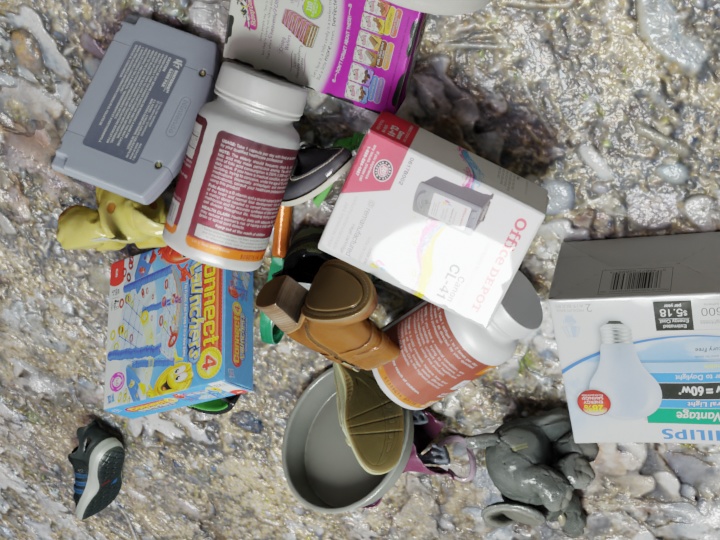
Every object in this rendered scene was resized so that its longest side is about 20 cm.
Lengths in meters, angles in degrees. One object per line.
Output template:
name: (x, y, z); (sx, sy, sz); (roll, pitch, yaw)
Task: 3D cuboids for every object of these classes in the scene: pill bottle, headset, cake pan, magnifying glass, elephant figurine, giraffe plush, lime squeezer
pill bottle: (-0.130, -0.111, 1.156); (0.114, 0.114, 0.201); (21, 102, 6)
headset: (-0.215, 0.135, 1.454); (0.123, 0.094, 0.200); (28, 137, 0)
cake pan: (-0.013, 0.214, 1.384); (0.199, 0.201, 0.037); (-18, 146, 31)
pill bottle: (0.112, 0.076, 1.274); (0.112, 0.112, 0.200); (45, 128, -13)
magnifying glass: (-0.099, -0.001, 1.335); (0.022, 0.080, 0.201); (10, 116, 12)
elephant figurine: (0.214, 0.274, 1.374); (0.155, 0.141, 0.200); (46, 150, 23)
giraffe plush: (-0.276, -0.111, 1.272); (0.171, 0.200, 0.163); (-4, 88, 0)
lime squeezer: (0.011, -0.124, 1.221); (0.199, 0.038, 0.071); (-18, 115, 30)

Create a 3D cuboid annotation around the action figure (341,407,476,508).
action figure: (0.035, 0.251, 1.453); (0.148, 0.135, 0.200); (19, 134, -29)

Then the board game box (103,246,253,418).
board game box: (-0.226, 0.066, 1.349); (0.195, 0.201, 0.056); (-16, 154, 29)

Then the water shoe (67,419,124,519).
water shoe: (-0.413, 0.306, 1.682); (0.079, 0.071, 0.201); (46, 134, 22)

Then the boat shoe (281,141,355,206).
boat shoe: (-0.080, -0.114, 1.213); (0.200, 0.073, 0.063); (-9, 120, 55)

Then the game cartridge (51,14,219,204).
game cartridge: (-0.238, -0.176, 1.195); (0.132, 0.201, 0.042); (22, 164, 3)

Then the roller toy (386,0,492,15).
roller toy: (0.058, -0.322, 0.973); (0.182, 0.200, 0.140); (34, 131, 12)

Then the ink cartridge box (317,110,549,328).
ink cartridge box: (0.076, -0.053, 1.127); (0.199, 0.086, 0.148); (26, 114, 3)

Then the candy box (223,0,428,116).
candy box: (-0.035, -0.259, 1.128); (0.199, 0.061, 0.137); (21, 131, 5)

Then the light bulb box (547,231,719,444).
light bulb box: (0.322, 0.077, 1.186); (0.197, 0.125, 0.201); (-4, 121, 23)

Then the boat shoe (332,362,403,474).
boat shoe: (0.003, 0.161, 1.336); (0.073, 0.202, 0.063); (-12, 150, -14)

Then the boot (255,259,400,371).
boot: (-0.008, 0.060, 1.210); (0.155, 0.074, 0.200); (39, 159, -29)

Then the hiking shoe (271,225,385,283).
hiking shoe: (0.000, 0.000, 1.271); (0.199, 0.101, 0.076); (1, 124, 21)
